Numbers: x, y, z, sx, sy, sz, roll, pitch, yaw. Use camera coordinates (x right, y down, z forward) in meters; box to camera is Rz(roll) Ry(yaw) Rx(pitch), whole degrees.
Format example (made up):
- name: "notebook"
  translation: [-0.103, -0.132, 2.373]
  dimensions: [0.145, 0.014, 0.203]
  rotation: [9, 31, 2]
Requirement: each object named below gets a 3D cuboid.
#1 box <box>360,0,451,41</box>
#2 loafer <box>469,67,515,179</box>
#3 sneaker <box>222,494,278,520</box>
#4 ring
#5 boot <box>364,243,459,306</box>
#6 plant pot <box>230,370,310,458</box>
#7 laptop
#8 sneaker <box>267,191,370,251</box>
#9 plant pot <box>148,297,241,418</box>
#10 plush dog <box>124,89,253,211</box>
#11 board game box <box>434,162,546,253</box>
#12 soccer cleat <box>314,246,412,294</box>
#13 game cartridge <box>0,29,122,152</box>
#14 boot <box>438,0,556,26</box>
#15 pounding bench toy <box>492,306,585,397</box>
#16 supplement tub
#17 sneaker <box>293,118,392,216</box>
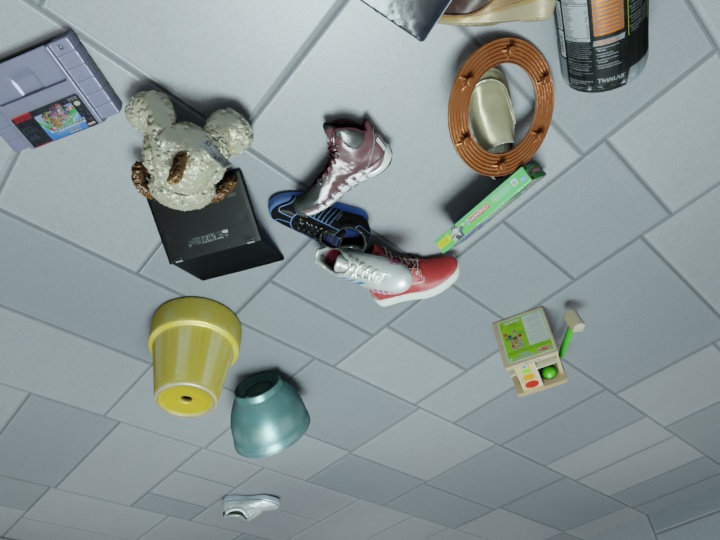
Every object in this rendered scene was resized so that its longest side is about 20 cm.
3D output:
- name: "box"
  translation: [0.014, -0.399, 0.628]
  dimensions: [0.196, 0.202, 0.124]
  rotation: [23, 128, -26]
- name: "loafer"
  translation: [0.219, -0.232, 0.911]
  dimensions: [0.074, 0.069, 0.202]
  rotation: [-17, 134, 11]
- name: "sneaker"
  translation: [-0.368, 0.802, 1.886]
  dimensions: [0.193, 0.072, 0.074]
  rotation: [2, 136, -8]
- name: "ring"
  translation: [0.221, -0.246, 0.859]
  dimensions: [0.195, 0.019, 0.207]
  rotation: [-9, 112, -22]
- name: "boot"
  translation: [0.092, -0.010, 1.122]
  dimensions: [0.195, 0.074, 0.145]
  rotation: [-18, 133, 17]
- name: "plant pot"
  translation: [-0.232, 0.333, 1.364]
  dimensions: [0.194, 0.201, 0.138]
  rotation: [-12, 109, 7]
- name: "laptop"
  translation: [-0.267, -0.076, 1.060]
  dimensions: [0.182, 0.116, 0.205]
  rotation: [-13, 107, 8]
- name: "sneaker"
  translation: [-0.072, -0.085, 1.021]
  dimensions: [0.194, 0.079, 0.071]
  rotation: [8, 135, -14]
- name: "plant pot"
  translation: [-0.359, 0.195, 1.195]
  dimensions: [0.194, 0.192, 0.204]
  rotation: [-2, 137, -2]
- name: "plush dog"
  translation: [-0.275, -0.158, 0.885]
  dimensions: [0.194, 0.165, 0.173]
  rotation: [8, 150, -15]
- name: "board game box"
  translation: [0.232, -0.112, 1.000]
  dimensions: [0.199, 0.134, 0.029]
  rotation: [-42, 81, 30]
- name: "soccer cleat"
  translation: [0.000, 0.000, 1.050]
  dimensions: [0.195, 0.072, 0.086]
  rotation: [17, -172, 27]
- name: "game cartridge"
  translation: [-0.475, -0.260, 0.839]
  dimensions: [0.194, 0.039, 0.131]
  rotation: [-16, 130, 10]
- name: "boot"
  translation: [0.169, -0.411, 0.726]
  dimensions: [0.196, 0.072, 0.172]
  rotation: [12, 114, 35]
- name: "pounding bench toy"
  translation: [0.433, 0.185, 1.311]
  dimensions: [0.195, 0.126, 0.157]
  rotation: [-22, 134, 16]
- name: "supplement tub"
  translation: [0.322, -0.358, 0.756]
  dimensions: [0.119, 0.125, 0.202]
  rotation: [-17, 134, 12]
- name: "sneaker"
  translation: [-0.052, -0.185, 0.938]
  dimensions: [0.197, 0.076, 0.116]
  rotation: [-32, 126, 10]
